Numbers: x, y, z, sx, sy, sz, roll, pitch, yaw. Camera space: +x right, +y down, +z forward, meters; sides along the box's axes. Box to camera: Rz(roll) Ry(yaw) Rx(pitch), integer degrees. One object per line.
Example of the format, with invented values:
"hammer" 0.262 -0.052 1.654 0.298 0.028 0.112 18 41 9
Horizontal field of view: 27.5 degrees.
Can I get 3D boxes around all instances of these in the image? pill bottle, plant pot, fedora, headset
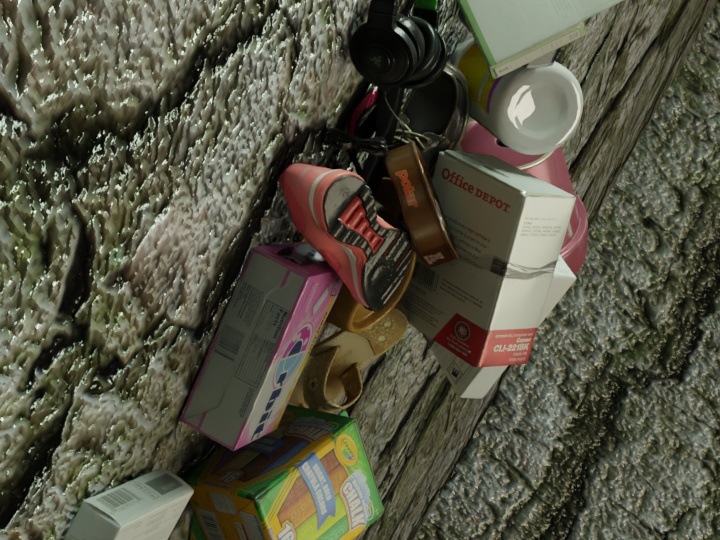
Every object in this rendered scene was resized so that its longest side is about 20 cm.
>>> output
"pill bottle" 0.164 -0.204 1.640 0.104 0.104 0.200 -66 -157 14
"plant pot" 0.182 -0.092 1.829 0.200 0.200 0.179 -52 147 -38
"fedora" 0.000 0.000 1.561 0.201 0.082 0.201 -42 153 -28
"headset" 0.023 -0.208 1.393 0.123 0.094 0.200 -15 116 -67

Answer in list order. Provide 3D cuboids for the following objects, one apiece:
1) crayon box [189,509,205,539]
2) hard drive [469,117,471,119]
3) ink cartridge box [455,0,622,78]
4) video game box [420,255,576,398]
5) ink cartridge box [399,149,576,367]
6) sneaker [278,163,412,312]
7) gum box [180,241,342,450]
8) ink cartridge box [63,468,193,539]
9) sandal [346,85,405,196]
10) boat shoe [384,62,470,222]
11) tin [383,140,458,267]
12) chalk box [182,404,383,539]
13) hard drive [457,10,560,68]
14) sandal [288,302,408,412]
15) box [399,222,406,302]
"crayon box" -0.143 0.282 1.699 0.127 0.051 0.200 -50 161 -40
"hard drive" 0.132 -0.173 1.898 0.132 0.027 0.200 -62 167 -3
"ink cartridge box" 0.188 -0.296 1.435 0.200 0.146 0.048 -25 167 7
"video game box" 0.139 0.016 1.707 0.047 0.182 0.200 6 131 -40
"ink cartridge box" 0.134 -0.015 1.604 0.084 0.144 0.200 -2 114 -39
"sneaker" -0.016 -0.039 1.405 0.074 0.087 0.200 -50 142 -18
"gum box" -0.091 0.066 1.446 0.200 0.066 0.113 -66 165 12
"ink cartridge box" -0.246 0.288 1.368 0.200 0.047 0.160 -60 168 12
"sandal" 0.014 -0.155 1.488 0.075 0.045 0.200 79 25 -77
"boat shoe" 0.062 -0.133 1.620 0.073 0.074 0.200 -38 151 -60
"tin" 0.061 -0.065 1.492 0.200 0.042 0.112 43 31 -78
"chalk box" -0.064 0.226 1.563 0.200 0.124 0.125 -36 118 -36
"hard drive" 0.173 -0.293 1.556 0.135 0.042 0.200 -67 -155 17
"sandal" -0.028 0.120 1.637 0.212 0.078 0.070 -44 -157 20
"box" 0.045 -0.010 1.743 0.200 0.041 0.156 -62 -170 -3
